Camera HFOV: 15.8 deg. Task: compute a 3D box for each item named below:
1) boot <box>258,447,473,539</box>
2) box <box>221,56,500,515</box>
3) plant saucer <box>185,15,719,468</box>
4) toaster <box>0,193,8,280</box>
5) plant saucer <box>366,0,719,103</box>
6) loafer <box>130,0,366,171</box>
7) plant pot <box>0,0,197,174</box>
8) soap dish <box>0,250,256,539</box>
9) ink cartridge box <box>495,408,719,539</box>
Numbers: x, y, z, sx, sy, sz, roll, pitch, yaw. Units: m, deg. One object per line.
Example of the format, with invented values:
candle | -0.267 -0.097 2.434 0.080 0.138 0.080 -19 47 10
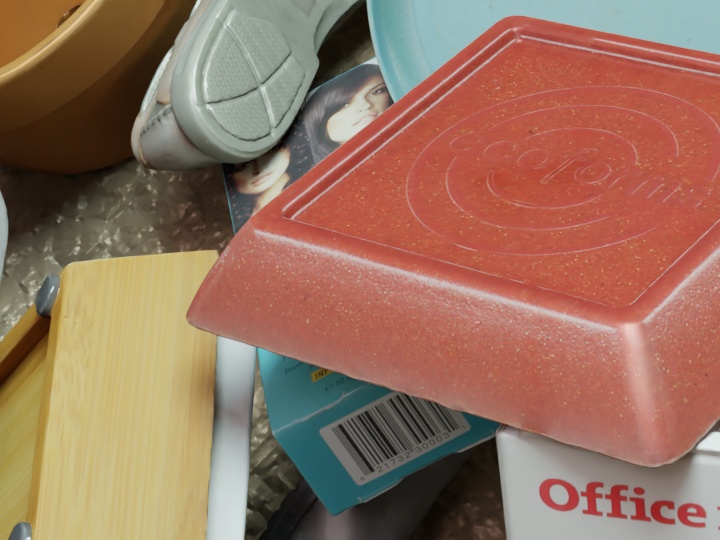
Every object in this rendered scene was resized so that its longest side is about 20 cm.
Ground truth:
boot | 0.007 0.154 0.979 0.132 0.070 0.200 40 91 23
box | 0.000 0.000 1.001 0.082 0.049 0.200 -28 35 9
plant saucer | 0.071 -0.025 0.880 0.200 0.037 0.200 16 40 36
toaster | -0.210 0.004 0.950 0.129 0.114 0.200 -4 49 12
plant saucer | 0.102 -0.112 1.012 0.200 0.027 0.200 0 102 0
loafer | -0.036 -0.119 1.086 0.063 0.072 0.200 -19 32 47
plant pot | -0.145 -0.131 1.112 0.200 0.140 0.200 -8 66 19
soap dish | -0.118 0.099 0.970 0.200 0.081 0.157 -45 34 45
ink cartridge box | 0.132 0.126 0.853 0.145 0.200 0.084 4 27 24
